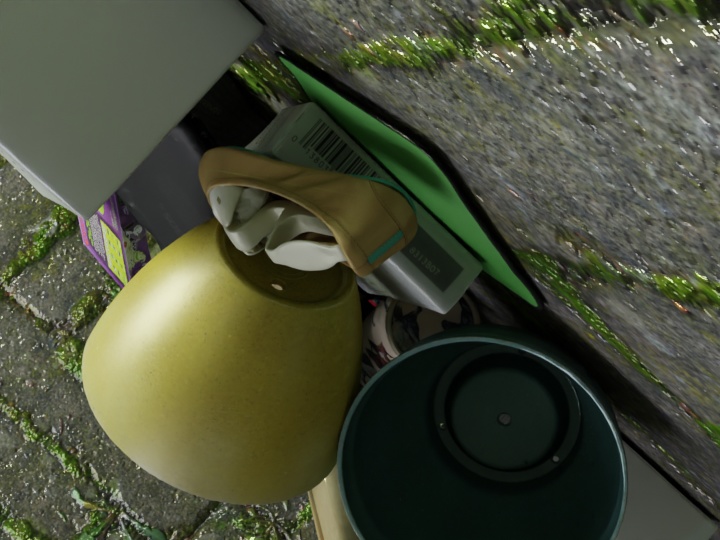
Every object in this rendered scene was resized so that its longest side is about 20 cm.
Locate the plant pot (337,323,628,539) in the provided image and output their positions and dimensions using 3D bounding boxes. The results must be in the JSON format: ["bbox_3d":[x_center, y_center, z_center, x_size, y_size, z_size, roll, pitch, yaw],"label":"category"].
[{"bbox_3d":[0.096,0.124,1.117,0.200,0.200,0.134,42,-160,0],"label":"plant pot"}]

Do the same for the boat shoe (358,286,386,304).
[{"bbox_3d":[-0.003,0.005,1.277,0.075,0.075,0.202,27,163,12],"label":"boat shoe"}]

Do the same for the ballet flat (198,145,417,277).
[{"bbox_3d":[-0.051,-0.036,0.970,0.200,0.063,0.069,11,145,48],"label":"ballet flat"}]

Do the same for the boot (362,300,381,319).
[{"bbox_3d":[0.008,0.056,1.525,0.200,0.073,0.151,52,-178,-22],"label":"boot"}]

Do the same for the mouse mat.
[{"bbox_3d":[0.033,-0.056,0.995,0.161,0.008,0.200,37,172,39],"label":"mouse mat"}]

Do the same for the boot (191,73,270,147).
[{"bbox_3d":[-0.116,-0.118,1.278,0.132,0.070,0.200,37,161,55],"label":"boot"}]

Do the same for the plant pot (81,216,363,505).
[{"bbox_3d":[-0.077,0.039,1.078,0.199,0.142,0.200,18,-143,-14],"label":"plant pot"}]

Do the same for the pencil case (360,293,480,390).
[{"bbox_3d":[0.036,0.071,1.283,0.090,0.078,0.200,60,158,10],"label":"pencil case"}]

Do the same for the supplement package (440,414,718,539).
[{"bbox_3d":[0.154,0.194,1.286,0.200,0.152,0.151,42,174,-3],"label":"supplement package"}]

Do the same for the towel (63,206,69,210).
[{"bbox_3d":[-0.254,-0.162,1.302,0.144,0.023,0.200,52,140,39],"label":"towel"}]

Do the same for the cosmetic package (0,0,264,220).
[{"bbox_3d":[-0.196,-0.154,1.001,0.167,0.166,0.200,44,172,-18],"label":"cosmetic package"}]

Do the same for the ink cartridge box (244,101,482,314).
[{"bbox_3d":[-0.012,-0.044,1.099,0.163,0.057,0.200,43,176,-13],"label":"ink cartridge box"}]

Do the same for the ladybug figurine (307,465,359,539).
[{"bbox_3d":[-0.004,0.187,1.274,0.136,0.072,0.201,91,165,-66],"label":"ladybug figurine"}]

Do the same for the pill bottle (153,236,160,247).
[{"bbox_3d":[-0.154,-0.080,1.414,0.200,0.112,0.112,59,169,-18],"label":"pill bottle"}]

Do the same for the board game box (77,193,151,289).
[{"bbox_3d":[-0.228,-0.083,1.373,0.120,0.032,0.200,38,143,43],"label":"board game box"}]

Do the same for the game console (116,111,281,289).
[{"bbox_3d":[-0.118,-0.065,1.226,0.176,0.117,0.200,-7,128,41],"label":"game console"}]
